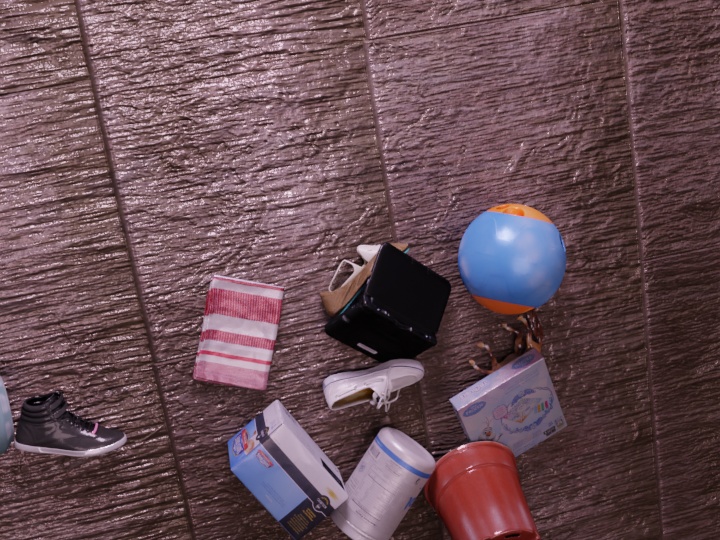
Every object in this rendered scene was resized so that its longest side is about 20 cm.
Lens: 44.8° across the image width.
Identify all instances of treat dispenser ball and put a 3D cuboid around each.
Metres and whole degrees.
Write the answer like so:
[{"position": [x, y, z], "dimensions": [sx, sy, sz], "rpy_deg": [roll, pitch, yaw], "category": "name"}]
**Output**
[{"position": [0.279, -0.021, 1.616], "dimensions": [0.197, 0.201, 0.204], "rpy_deg": [-2, 102, -11], "category": "treat dispenser ball"}]

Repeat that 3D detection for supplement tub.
[{"position": [0.044, 0.419, 1.693], "dimensions": [0.131, 0.132, 0.202], "rpy_deg": [31, 94, -16], "category": "supplement tub"}]

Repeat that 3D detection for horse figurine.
[{"position": [0.299, 0.170, 1.734], "dimensions": [0.200, 0.050, 0.133], "rpy_deg": [-43, 115, -5], "category": "horse figurine"}]

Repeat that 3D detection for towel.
[{"position": [-0.227, 0.118, 1.633], "dimensions": [0.142, 0.023, 0.203], "rpy_deg": [10, 99, -14], "category": "towel"}]

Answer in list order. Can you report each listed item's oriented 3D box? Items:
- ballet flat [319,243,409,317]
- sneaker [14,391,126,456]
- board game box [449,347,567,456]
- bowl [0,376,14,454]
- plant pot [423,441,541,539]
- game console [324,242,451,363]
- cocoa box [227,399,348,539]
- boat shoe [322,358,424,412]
[{"position": [0.000, 0.000, 1.641], "dimensions": [0.200, 0.068, 0.072], "rpy_deg": [-43, 90, 4], "category": "ballet flat"}, {"position": [-0.522, 0.274, 1.577], "dimensions": [0.196, 0.071, 0.101], "rpy_deg": [4, 105, -8], "category": "sneaker"}, {"position": [0.296, 0.281, 1.734], "dimensions": [0.198, 0.043, 0.201], "rpy_deg": [-29, 125, -5], "category": "board game box"}, {"position": [-0.660, 0.247, 1.498], "dimensions": [0.104, 0.200, 0.204], "rpy_deg": [-13, 104, -28], "category": "bowl"}, {"position": [0.243, 0.472, 1.678], "dimensions": [0.197, 0.196, 0.203], "rpy_deg": [-8, 126, -11], "category": "plant pot"}, {"position": [0.054, 0.071, 1.644], "dimensions": [0.199, 0.118, 0.175], "rpy_deg": [30, 131, -35], "category": "game console"}, {"position": [-0.139, 0.375, 1.644], "dimensions": [0.131, 0.133, 0.201], "rpy_deg": [-39, 106, -1], "category": "cocoa box"}, {"position": [0.031, 0.230, 1.663], "dimensions": [0.199, 0.087, 0.075], "rpy_deg": [-9, 137, -8], "category": "boat shoe"}]
